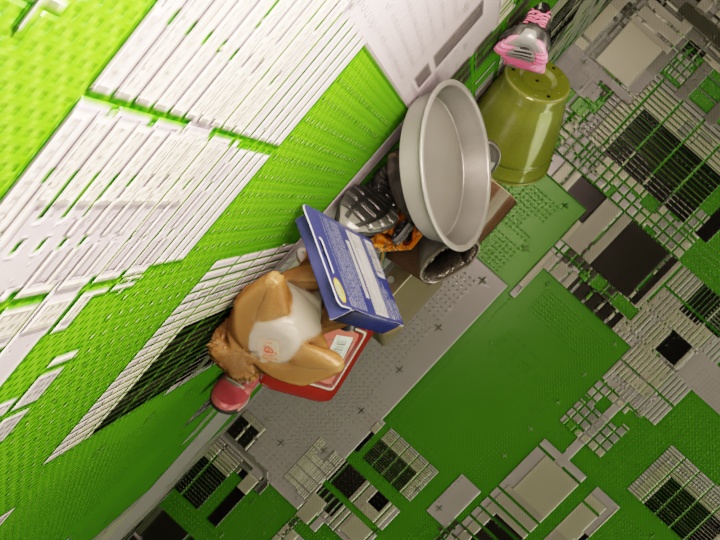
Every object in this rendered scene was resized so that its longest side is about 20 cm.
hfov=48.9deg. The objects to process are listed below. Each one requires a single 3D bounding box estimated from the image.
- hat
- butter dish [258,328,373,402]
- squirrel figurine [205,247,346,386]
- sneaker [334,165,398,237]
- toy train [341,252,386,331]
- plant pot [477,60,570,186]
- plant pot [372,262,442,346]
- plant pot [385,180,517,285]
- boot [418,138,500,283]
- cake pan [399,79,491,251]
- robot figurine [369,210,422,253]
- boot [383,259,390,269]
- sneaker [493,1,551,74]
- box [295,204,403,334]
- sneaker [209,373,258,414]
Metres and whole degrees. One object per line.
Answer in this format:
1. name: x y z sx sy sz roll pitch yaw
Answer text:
1. hat: 0.083 -0.121 1.042 0.081 0.201 0.201 -6 -163 25
2. butter dish: -0.099 0.116 1.439 0.199 0.148 0.200 26 97 -46
3. squirrel figurine: -0.091 0.049 0.983 0.200 0.142 0.187 -33 -164 32
4. sneaker: 0.012 -0.076 1.062 0.079 0.075 0.200 -47 178 30
5. toy train: 0.000 0.000 1.313 0.114 0.085 0.200 -30 131 -72
6. plant pot: 0.310 -0.303 1.538 0.200 0.200 0.193 -46 164 -35
7. plant pot: 0.039 0.013 1.700 0.200 0.200 0.177 -47 165 -7
8. plant pot: 0.133 -0.083 1.355 0.200 0.187 0.187 -57 177 4
9. boot: 0.146 -0.091 1.165 0.182 0.073 0.200 -45 -160 22
10. cake pan: 0.102 -0.122 0.935 0.037 0.200 0.200 -1 -154 31
11. robot figurine: 0.074 -0.105 1.175 0.145 0.058 0.200 -2 -125 59
12. boot: 0.042 -0.065 1.438 0.074 0.096 0.200 -45 176 -40
13. sneaker: 0.244 -0.342 1.136 0.200 0.079 0.095 -38 148 -77
14. box: -0.015 0.003 0.892 0.032 0.121 0.200 -25 162 15
15. sneaker: -0.213 0.182 1.469 0.200 0.074 0.087 -50 167 -51
